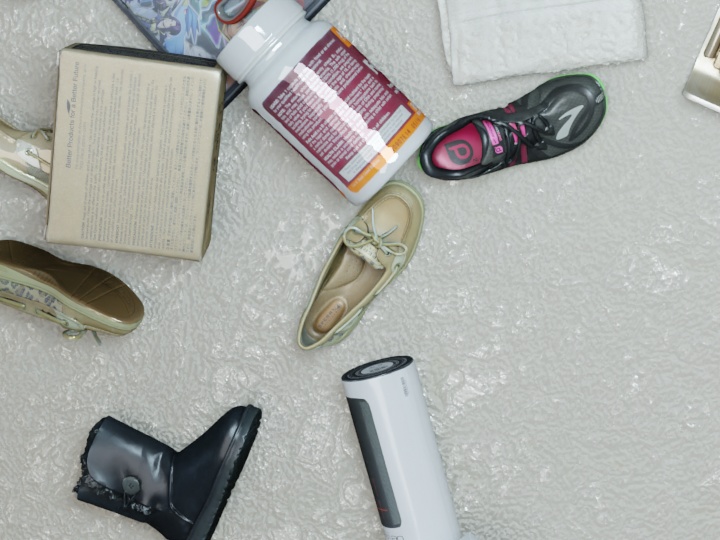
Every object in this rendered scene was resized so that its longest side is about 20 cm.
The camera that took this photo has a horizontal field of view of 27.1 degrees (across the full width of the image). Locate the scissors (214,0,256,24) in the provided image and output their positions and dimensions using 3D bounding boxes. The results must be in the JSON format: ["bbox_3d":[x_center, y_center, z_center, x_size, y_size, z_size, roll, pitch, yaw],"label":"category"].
[{"bbox_3d":[-0.096,-0.321,1.449,0.073,0.014,0.200,52,128,7],"label":"scissors"}]

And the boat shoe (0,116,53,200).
[{"bbox_3d":[-0.334,-0.120,1.589,0.200,0.072,0.065,38,104,-2],"label":"boat shoe"}]

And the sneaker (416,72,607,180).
[{"bbox_3d":[0.146,-0.129,1.443,0.200,0.084,0.077,-23,97,20],"label":"sneaker"}]

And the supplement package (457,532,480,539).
[{"bbox_3d":[0.093,0.404,1.518,0.200,0.151,0.152,-38,122,20],"label":"supplement package"}]

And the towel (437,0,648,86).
[{"bbox_3d":[0.172,-0.253,1.436,0.199,0.034,0.133,-5,102,16],"label":"towel"}]

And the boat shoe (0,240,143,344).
[{"bbox_3d":[-0.322,0.029,1.616,0.200,0.073,0.063,24,119,20],"label":"boat shoe"}]

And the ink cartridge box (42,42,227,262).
[{"bbox_3d":[-0.226,-0.121,1.514,0.164,0.075,0.201,8,106,0],"label":"ink cartridge box"}]

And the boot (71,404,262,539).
[{"bbox_3d":[-0.214,0.201,1.622,0.168,0.076,0.200,27,114,4],"label":"boot"}]

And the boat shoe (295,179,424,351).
[{"bbox_3d":[0.000,0.000,1.524,0.073,0.063,0.200,32,108,7],"label":"boat shoe"}]

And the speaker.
[{"bbox_3d":[0.044,0.195,1.549,0.081,0.081,0.201,-12,99,18],"label":"speaker"}]

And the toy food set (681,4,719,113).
[{"bbox_3d":[0.398,-0.224,1.364,0.143,0.060,0.200,24,107,9],"label":"toy food set"}]

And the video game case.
[{"bbox_3d":[-0.139,-0.293,1.517,0.200,0.026,0.181,-43,89,20],"label":"video game case"}]

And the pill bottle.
[{"bbox_3d":[-0.036,-0.170,1.458,0.200,0.114,0.114,44,110,-6],"label":"pill bottle"}]
